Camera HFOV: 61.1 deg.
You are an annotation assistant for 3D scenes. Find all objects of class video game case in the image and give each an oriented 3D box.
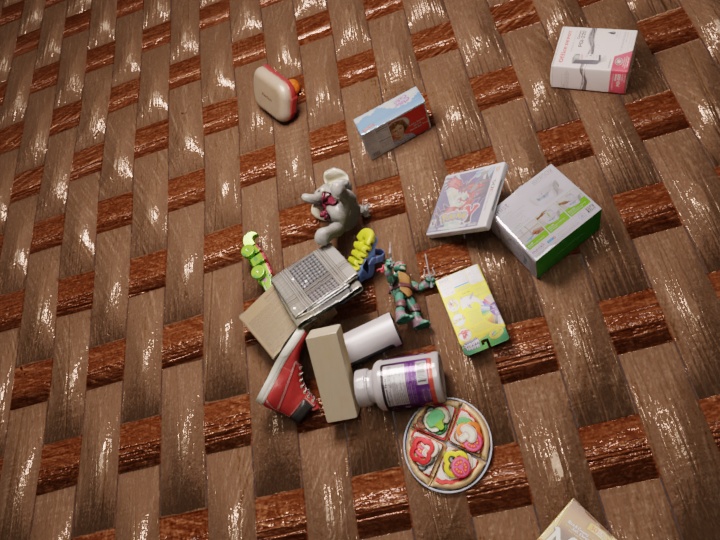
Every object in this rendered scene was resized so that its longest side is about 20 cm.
[{"bbox_3d":[0.264,-0.173,1.522,0.198,0.023,0.186,-6,57,52],"label":"video game case"}]

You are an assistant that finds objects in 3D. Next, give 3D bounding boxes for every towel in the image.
[{"bbox_3d":[-0.110,0.028,1.488,0.190,0.035,0.201,-30,46,-10],"label":"towel"}]

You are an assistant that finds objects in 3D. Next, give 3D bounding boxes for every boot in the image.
[{"bbox_3d":[-0.141,0.249,1.438,0.142,0.072,0.204,27,90,-4],"label":"boot"}]

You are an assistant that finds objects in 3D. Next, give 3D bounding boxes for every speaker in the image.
[{"bbox_3d":[-0.003,0.177,1.453,0.196,0.082,0.082,-25,59,4],"label":"speaker"}]

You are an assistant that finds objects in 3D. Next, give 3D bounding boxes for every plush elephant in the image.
[{"bbox_3d":[-0.080,-0.177,1.606,0.153,0.198,0.168,27,113,28],"label":"plush elephant"}]

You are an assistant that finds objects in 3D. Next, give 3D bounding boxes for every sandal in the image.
[{"bbox_3d":[0.000,0.000,1.545,0.202,0.086,0.079,-58,36,6],"label":"sandal"}]

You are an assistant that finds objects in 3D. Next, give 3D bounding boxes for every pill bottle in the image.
[{"bbox_3d":[0.088,0.252,1.367,0.195,0.112,0.114,-10,61,13],"label":"pill bottle"}]

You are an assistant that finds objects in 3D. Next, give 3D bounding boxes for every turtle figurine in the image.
[{"bbox_3d":[0.112,0.037,1.481,0.146,0.101,0.205,7,59,-25],"label":"turtle figurine"}]

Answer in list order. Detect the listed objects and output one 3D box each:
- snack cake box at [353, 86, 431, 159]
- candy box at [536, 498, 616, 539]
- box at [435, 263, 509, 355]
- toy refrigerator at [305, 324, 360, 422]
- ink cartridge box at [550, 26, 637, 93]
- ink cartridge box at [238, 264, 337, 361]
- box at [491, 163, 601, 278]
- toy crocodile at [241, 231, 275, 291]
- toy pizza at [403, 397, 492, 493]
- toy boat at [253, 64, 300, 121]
[{"bbox_3d":[0.091,-0.409,1.701,0.196,0.115,0.068,-27,58,3],"label":"snack cake box"},{"bbox_3d":[0.382,0.551,1.150,0.200,0.056,0.115,-45,59,-7],"label":"candy box"},{"bbox_3d":[0.262,0.096,1.428,0.115,0.049,0.203,-21,57,6],"label":"box"},{"bbox_3d":[-0.060,0.233,1.389,0.074,0.070,0.205,-12,100,10],"label":"toy refrigerator"},{"bbox_3d":[0.620,-0.563,1.626,0.196,0.085,0.148,12,68,25],"label":"ink cartridge box"},{"bbox_3d":[-0.183,0.114,1.547,0.200,0.075,0.165,-44,58,-6],"label":"ink cartridge box"},{"bbox_3d":[0.436,-0.120,1.452,0.199,0.097,0.177,-38,58,-3],"label":"box"},{"bbox_3d":[-0.269,-0.017,1.646,0.061,0.068,0.202,-31,58,-1],"label":"toy crocodile"},{"bbox_3d":[0.186,0.373,1.319,0.195,0.032,0.205,-8,62,14],"label":"toy pizza"},{"bbox_3d":[-0.245,-0.562,1.903,0.129,0.133,0.199,-26,54,-33],"label":"toy boat"}]
